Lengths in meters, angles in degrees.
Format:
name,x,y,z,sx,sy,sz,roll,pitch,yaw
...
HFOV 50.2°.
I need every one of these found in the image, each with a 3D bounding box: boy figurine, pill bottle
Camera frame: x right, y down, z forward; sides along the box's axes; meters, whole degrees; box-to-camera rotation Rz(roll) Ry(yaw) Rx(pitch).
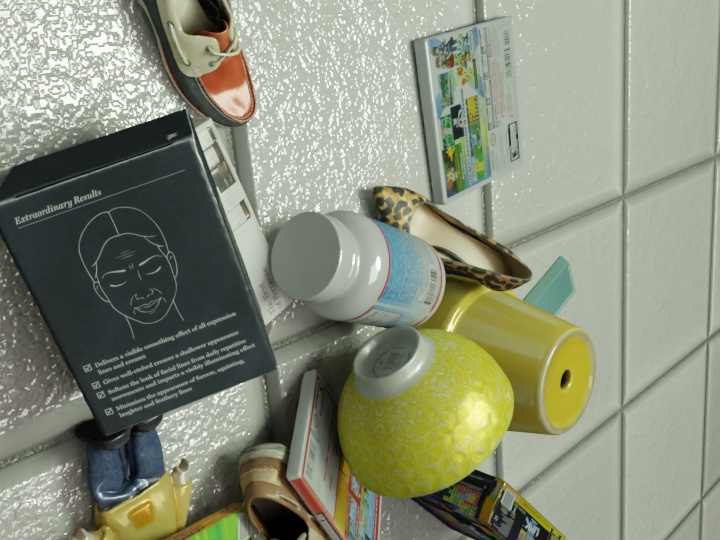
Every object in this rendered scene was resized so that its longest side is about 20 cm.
name,x,y,z,sx,sy,sz,roll,pitch,yaw
boy figurine,-0.201,0.223,0.689,0.124,0.064,0.203,-22,111,-44
pill bottle,0.000,0.000,0.790,0.199,0.108,0.110,16,87,-57

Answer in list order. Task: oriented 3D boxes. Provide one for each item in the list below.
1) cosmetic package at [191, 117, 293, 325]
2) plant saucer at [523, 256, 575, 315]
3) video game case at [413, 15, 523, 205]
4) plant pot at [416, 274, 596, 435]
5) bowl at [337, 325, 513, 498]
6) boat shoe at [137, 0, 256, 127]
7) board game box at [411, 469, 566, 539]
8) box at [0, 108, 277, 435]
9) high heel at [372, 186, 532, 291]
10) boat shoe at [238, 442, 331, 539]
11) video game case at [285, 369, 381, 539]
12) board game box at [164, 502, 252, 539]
name,x,y,z,sx,sy,sz,roll,pitch,yaw
cosmetic package,-0.137,-0.031,0.711,0.082,0.050,0.202,-41,125,-31
plant saucer,0.270,0.063,1.166,0.200,0.019,0.070,-44,126,-32
video game case,0.144,-0.207,0.982,0.181,0.022,0.202,-27,117,-39
plant pot,0.181,0.118,0.965,0.199,0.188,0.203,-12,107,-44
bowl,0.050,0.124,0.811,0.200,0.199,0.108,-47,122,-28
boat shoe,-0.139,-0.211,0.665,0.071,0.062,0.201,-47,129,-30
board game box,0.148,0.305,0.984,0.200,0.164,0.057,46,64,-40
box,-0.169,-0.001,0.605,0.147,0.107,0.202,-19,116,-7
high heel,0.110,-0.041,0.892,0.200,0.142,0.072,38,71,-42
boat shoe,-0.074,0.267,0.799,0.072,0.075,0.201,-91,157,-54
video game case,-0.022,0.228,0.846,0.144,0.017,0.201,-83,152,-52
board game box,-0.143,0.281,0.702,0.200,0.030,0.097,28,61,-78
